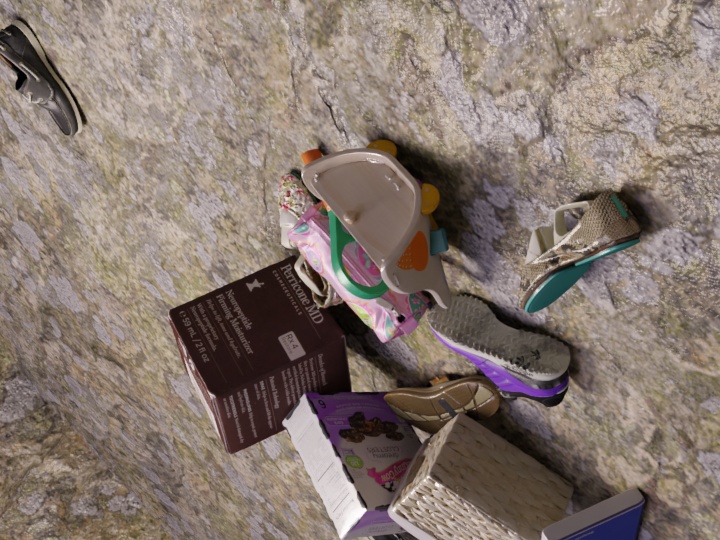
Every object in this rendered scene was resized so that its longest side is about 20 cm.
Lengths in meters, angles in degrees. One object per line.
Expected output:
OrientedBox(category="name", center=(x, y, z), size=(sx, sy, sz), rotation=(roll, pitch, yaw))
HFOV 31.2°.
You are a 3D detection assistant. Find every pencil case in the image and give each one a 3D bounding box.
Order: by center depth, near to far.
OrientedBox(category="pencil case", center=(0.000, 0.000, 1.612), size=(0.200, 0.087, 0.087), rotation=(49, 154, 2))

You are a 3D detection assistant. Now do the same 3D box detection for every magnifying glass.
OrientedBox(category="magnifying glass", center=(-0.021, -0.057, 1.567), size=(0.022, 0.080, 0.200), rotation=(-38, 73, 51))

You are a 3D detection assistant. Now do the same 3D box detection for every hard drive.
OrientedBox(category="hard drive", center=(0.283, 0.356, 1.608), size=(0.200, 0.132, 0.025), rotation=(85, 159, -50))

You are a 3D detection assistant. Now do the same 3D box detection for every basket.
OrientedBox(category="basket", center=(0.160, 0.296, 1.665), size=(0.200, 0.136, 0.123), rotation=(33, 138, -1))

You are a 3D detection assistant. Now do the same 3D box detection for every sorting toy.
OrientedBox(category="sorting toy", center=(0.047, -0.039, 1.487), size=(0.200, 0.107, 0.180), rotation=(51, 176, 42))

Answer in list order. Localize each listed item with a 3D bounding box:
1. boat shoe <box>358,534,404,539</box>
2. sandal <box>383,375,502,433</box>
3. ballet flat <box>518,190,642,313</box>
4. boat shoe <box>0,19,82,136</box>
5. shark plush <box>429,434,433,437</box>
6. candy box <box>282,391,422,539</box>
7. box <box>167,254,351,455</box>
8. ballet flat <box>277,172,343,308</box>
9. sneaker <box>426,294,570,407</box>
OrientedBox(category="boat shoe", center=(0.017, 0.427, 2.188), size=(0.200, 0.062, 0.075), rotation=(45, 163, 43))
OrientedBox(category="sandal", center=(0.116, 0.168, 1.709), size=(0.200, 0.054, 0.080), rotation=(-20, 115, 47))
OrientedBox(category="ballet flat", center=(0.211, -0.026, 1.301), size=(0.075, 0.068, 0.200), rotation=(67, 151, 13))
OrientedBox(category="boat shoe", center=(-0.512, -0.292, 2.031), size=(0.072, 0.068, 0.200), rotation=(5, 132, 52))
OrientedBox(category="shark plush", center=(0.109, 0.273, 1.841), size=(0.083, 0.091, 0.200), rotation=(-114, 3, -46))
OrientedBox(category="candy box", center=(0.011, 0.264, 1.775), size=(0.072, 0.168, 0.200), rotation=(-54, 50, 31))
OrientedBox(category="box", center=(-0.139, 0.118, 1.801), size=(0.166, 0.200, 0.164), rotation=(56, 164, 34))
OrientedBox(category="ballet flat", center=(-0.066, -0.032, 1.698), size=(0.076, 0.064, 0.200), rotation=(11, 135, 53))
OrientedBox(category="sneaker", center=(0.162, 0.106, 1.528), size=(0.200, 0.070, 0.100), rotation=(28, 149, 36))
